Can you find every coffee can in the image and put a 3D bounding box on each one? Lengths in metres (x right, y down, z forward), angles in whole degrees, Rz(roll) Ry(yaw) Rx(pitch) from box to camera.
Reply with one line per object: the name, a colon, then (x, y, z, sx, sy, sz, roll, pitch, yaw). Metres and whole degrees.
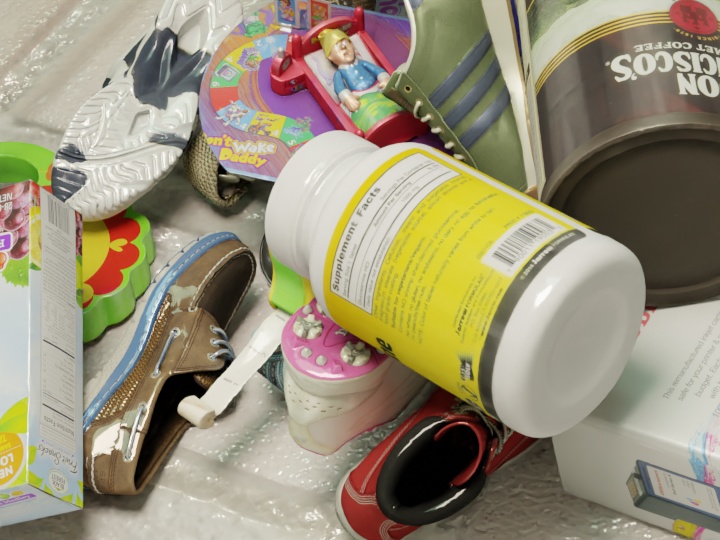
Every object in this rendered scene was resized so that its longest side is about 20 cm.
coffee can: (0.168, -0.101, 1.164, 0.146, 0.147, 0.201, -9, 48, 8)

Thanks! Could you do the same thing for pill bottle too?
pill bottle: (0.046, -0.001, 1.085, 0.200, 0.113, 0.112, 30, 60, 35)

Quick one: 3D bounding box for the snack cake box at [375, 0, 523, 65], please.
snack cake box: (0.066, -0.158, 1.442, 0.114, 0.067, 0.200, -5, 44, 11)

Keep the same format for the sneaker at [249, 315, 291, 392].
sneaker: (0.000, 0.000, 1.282, 0.086, 0.078, 0.200, 24, 57, 22)

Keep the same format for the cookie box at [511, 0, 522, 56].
cookie box: (0.151, -0.236, 1.256, 0.170, 0.200, 0.075, -1, 48, 25)

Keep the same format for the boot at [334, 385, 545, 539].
boot: (0.079, 0.079, 1.138, 0.200, 0.144, 0.072, -41, 88, -18)

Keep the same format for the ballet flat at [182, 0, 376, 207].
ballet flat: (-0.044, -0.122, 1.398, 0.200, 0.068, 0.075, -49, 43, 10)

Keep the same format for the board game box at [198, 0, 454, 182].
board game box: (-0.009, -0.124, 1.304, 0.199, 0.039, 0.158, 12, 56, 11)

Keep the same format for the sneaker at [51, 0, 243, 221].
sneaker: (-0.159, -0.107, 1.440, 0.079, 0.130, 0.200, 26, 71, -5)

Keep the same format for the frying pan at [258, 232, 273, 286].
frying pan: (0.020, -0.024, 1.352, 0.189, 0.031, 0.115, -1, 49, 18)

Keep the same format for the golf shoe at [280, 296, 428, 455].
golf shoe: (0.022, 0.041, 1.203, 0.075, 0.092, 0.200, 34, 41, 29)

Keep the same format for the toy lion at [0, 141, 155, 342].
toy lion: (-0.242, -0.021, 1.406, 0.191, 0.069, 0.200, -9, 43, -2)

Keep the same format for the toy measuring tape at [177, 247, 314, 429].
toy measuring tape: (-0.046, 0.005, 1.214, 0.073, 0.074, 0.200, 29, 68, 37)

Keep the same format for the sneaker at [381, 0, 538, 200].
sneaker: (0.059, -0.112, 1.257, 0.089, 0.201, 0.067, -11, 9, 4)

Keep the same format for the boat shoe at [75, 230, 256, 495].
boat shoe: (-0.114, 0.064, 1.277, 0.072, 0.072, 0.200, 20, 64, 26)

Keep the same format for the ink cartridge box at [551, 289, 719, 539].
ink cartridge box: (0.227, 0.081, 1.139, 0.199, 0.088, 0.145, 18, 52, 29)

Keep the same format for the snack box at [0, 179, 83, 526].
snack box: (-0.258, 0.062, 1.246, 0.168, 0.068, 0.201, -15, 65, 22)
